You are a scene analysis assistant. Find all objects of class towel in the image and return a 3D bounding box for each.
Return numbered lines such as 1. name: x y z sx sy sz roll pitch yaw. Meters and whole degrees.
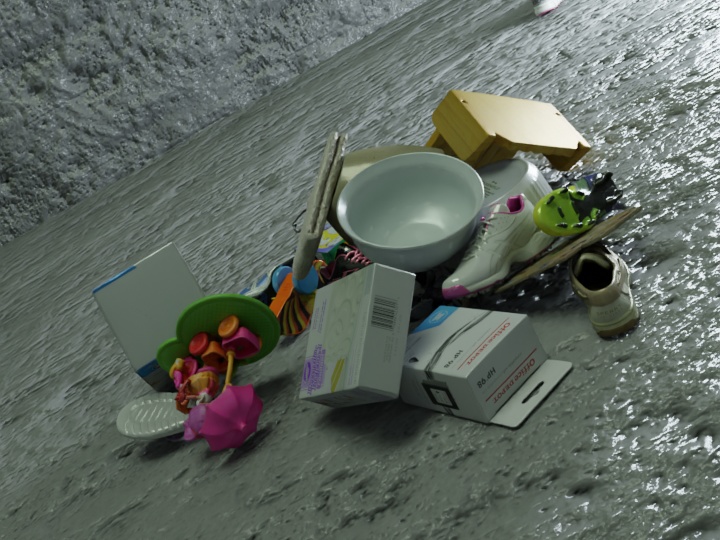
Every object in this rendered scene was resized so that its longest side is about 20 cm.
1. towel: -0.064 -0.100 1.562 0.133 0.034 0.203 113 172 -61

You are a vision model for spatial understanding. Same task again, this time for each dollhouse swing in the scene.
1. dollhouse swing: 0.210 -0.171 1.616 0.196 0.178 0.183 2 38 -30

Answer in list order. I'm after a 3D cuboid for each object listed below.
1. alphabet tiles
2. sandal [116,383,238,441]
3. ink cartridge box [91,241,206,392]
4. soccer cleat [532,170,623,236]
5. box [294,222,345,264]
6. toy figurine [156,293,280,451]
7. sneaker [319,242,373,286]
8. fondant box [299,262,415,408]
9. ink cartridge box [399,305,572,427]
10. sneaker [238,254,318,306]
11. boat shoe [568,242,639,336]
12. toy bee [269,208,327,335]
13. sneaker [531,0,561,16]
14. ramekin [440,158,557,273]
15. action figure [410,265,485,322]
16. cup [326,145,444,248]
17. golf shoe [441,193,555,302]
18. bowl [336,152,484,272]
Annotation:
1. alphabet tiles: 0.256 -0.026 1.295 0.165 0.006 0.199 -31 0 -39
2. sandal: -0.256 0.215 1.483 0.198 0.050 0.083 -10 37 13
3. ink cartridge box: -0.304 0.078 1.603 0.146 0.146 0.200 -32 -12 -10
4. soccer cleat: 0.278 -0.078 1.374 0.083 0.066 0.199 -33 -5 42
5. box: -0.010 -0.074 1.808 0.199 0.049 0.116 -39 23 -27
6. toy figurine: -0.201 0.161 1.400 0.198 0.150 0.186 -27 42 21
7. sneaker: 0.000 0.000 1.494 0.078 0.097 0.199 -30 0 -35
8. fondant box: -0.007 0.084 1.253 0.200 0.057 0.147 153 128 -66
9. ink cartridge box: 0.131 0.105 1.187 0.116 0.067 0.198 -41 23 -27
10. sneaker: -0.152 0.032 1.709 0.199 0.077 0.077 -38 27 -23
11. boat shoe: 0.280 0.004 1.222 0.071 0.066 0.201 -24 21 14
12. toy bee: -0.077 0.024 1.628 0.130 0.108 0.202 22 80 55
13. sneaker: 0.464 -0.704 2.540 0.073 0.088 0.200 -12 27 38
14. ramekin: 0.189 -0.080 1.489 0.199 0.095 0.203 -26 21 11
15. action figure: 0.085 0.043 1.391 0.198 0.070 0.130 -30 16 -8
16. cup: 0.029 -0.103 1.546 0.140 0.204 0.201 16 24 -5
17. golf shoe: 0.166 -0.030 1.337 0.199 0.093 0.075 -32 10 -36
18. bowl: 0.072 -0.063 1.387 0.197 0.091 0.203 -7 42 7
